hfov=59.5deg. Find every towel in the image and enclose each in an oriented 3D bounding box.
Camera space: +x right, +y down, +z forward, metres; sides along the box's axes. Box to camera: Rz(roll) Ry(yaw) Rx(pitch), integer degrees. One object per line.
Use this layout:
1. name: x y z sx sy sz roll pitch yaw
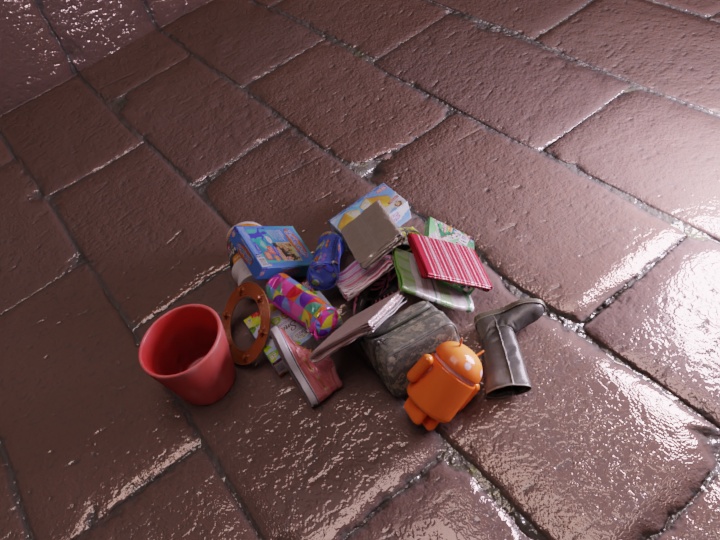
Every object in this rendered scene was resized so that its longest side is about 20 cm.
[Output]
1. towel: 0.029 -0.088 1.560 0.132 0.035 0.201 -38 36 8
2. towel: 0.208 -0.019 1.476 0.198 0.023 0.146 12 40 -28
3. towel: 0.000 0.000 1.570 0.146 0.030 0.200 -36 18 -3
4. towel: 0.171 0.020 1.488 0.198 0.031 0.150 19 34 -23
5. towel: -0.003 0.124 1.404 0.190 0.032 0.200 -31 3 33

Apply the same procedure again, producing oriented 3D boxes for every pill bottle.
1. pill bottle: -0.294 -0.028 1.695 0.115 0.117 0.201 -19 47 -2

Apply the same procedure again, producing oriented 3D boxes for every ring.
1. ring: -0.286 0.128 1.537 0.199 0.019 0.204 -12 73 43

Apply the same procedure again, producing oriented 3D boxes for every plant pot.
1. plant pot: -0.389 0.210 1.474 0.197 0.178 0.202 -8 49 9

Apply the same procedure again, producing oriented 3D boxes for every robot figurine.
1. robot figurine: 0.173 0.232 1.306 0.143 0.117 0.201 37 98 8

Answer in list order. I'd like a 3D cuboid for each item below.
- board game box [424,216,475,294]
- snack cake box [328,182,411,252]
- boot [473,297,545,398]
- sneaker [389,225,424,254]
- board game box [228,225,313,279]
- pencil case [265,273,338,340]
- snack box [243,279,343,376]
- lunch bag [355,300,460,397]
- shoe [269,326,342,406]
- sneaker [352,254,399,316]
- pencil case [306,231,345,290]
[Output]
1. board game box: 0.218 -0.040 1.547 0.133 0.029 0.201 24 38 -10
2. snack cake box: 0.026 -0.140 1.734 0.199 0.068 0.115 -36 49 -15
3. boot: 0.340 0.169 1.377 0.180 0.073 0.201 -22 39 15
4. sneaker: 0.104 -0.083 1.649 0.198 0.076 0.077 29 49 6
5. board game box: -0.223 -0.050 1.640 0.198 0.045 0.153 -4 49 -48
6. pencil case: -0.142 0.082 1.490 0.088 0.089 0.199 -42 51 -21
7. snack box: -0.161 0.136 1.548 0.199 0.068 0.169 -33 49 -12
8. lunch bag: 0.106 0.162 1.412 0.198 0.141 0.168 -27 31 -10
9. shoe: -0.123 0.201 1.433 0.090 0.071 0.202 -30 87 -17
10. sneaker: 0.058 0.051 1.564 0.095 0.079 0.201 29 63 21
11. pencil case: -0.084 -0.028 1.618 0.087 0.078 0.201 -45 17 25
